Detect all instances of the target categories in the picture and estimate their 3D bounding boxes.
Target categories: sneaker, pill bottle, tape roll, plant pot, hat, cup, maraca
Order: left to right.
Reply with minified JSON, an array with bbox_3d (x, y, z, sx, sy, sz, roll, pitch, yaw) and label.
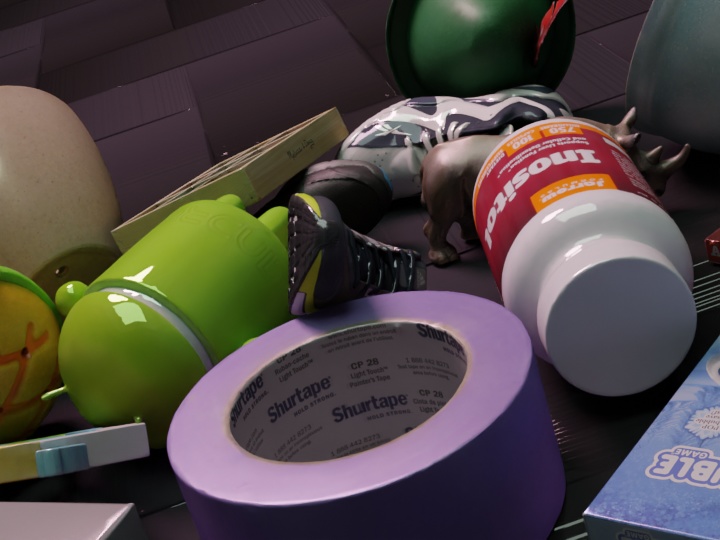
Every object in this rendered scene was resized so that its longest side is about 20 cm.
[{"bbox_3d":[-0.262,0.048,0.886,0.137,0.201,0.107,-37,52,-19],"label":"maraca"},{"bbox_3d":[-0.260,-0.019,1.062,0.200,0.201,0.143,-30,56,-26],"label":"cup"},{"bbox_3d":[-0.063,-0.014,1.038,0.199,0.073,0.082,-27,27,4],"label":"sneaker"},{"bbox_3d":[0.000,0.000,0.861,0.080,0.074,0.200,-3,-13,7],"label":"sneaker"},{"bbox_3d":[0.004,0.096,0.734,0.199,0.085,0.200,-15,24,7],"label":"tape roll"},{"bbox_3d":[0.078,-0.090,1.079,0.198,0.080,0.130,-7,16,-2],"label":"sneaker"},{"bbox_3d":[0.108,-0.168,1.103,0.164,0.201,0.176,-5,32,-1],"label":"hat"},{"bbox_3d":[0.135,-0.010,0.833,0.112,0.114,0.200,-16,24,3],"label":"pill bottle"},{"bbox_3d":[0.300,-0.164,0.986,0.134,0.201,0.200,31,47,25],"label":"plant pot"}]

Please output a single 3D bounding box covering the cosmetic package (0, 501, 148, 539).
[{"bbox_3d":[-0.190,0.176,0.670,0.199,0.107,0.090,-4,27,24],"label":"cosmetic package"}]

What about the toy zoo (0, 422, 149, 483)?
[{"bbox_3d":[-0.206,0.109,0.788,0.130,0.021,0.200,-6,-5,-30],"label":"toy zoo"}]

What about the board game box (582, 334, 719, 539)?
[{"bbox_3d":[0.239,0.086,0.646,0.199,0.044,0.199,4,34,39],"label":"board game box"}]

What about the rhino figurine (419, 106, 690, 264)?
[{"bbox_3d":[0.135,-0.067,0.983,0.199,0.088,0.060,-10,26,16],"label":"rhino figurine"}]

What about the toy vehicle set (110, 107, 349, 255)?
[{"bbox_3d":[-0.096,-0.070,1.070,0.124,0.027,0.200,-23,10,24],"label":"toy vehicle set"}]

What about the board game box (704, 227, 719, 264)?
[{"bbox_3d":[0.328,-0.051,0.906,0.200,0.020,0.103,-33,28,-31],"label":"board game box"}]

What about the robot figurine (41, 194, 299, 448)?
[{"bbox_3d":[-0.115,0.033,0.899,0.175,0.116,0.200,15,42,26],"label":"robot figurine"}]
